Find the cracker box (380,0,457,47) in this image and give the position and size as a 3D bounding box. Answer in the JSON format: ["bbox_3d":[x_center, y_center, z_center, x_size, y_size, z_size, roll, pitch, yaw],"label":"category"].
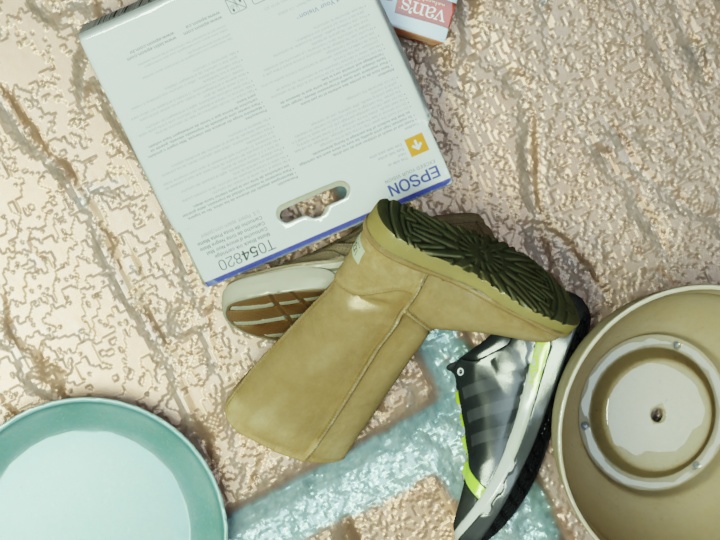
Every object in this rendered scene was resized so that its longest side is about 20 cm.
[{"bbox_3d":[0.021,-0.271,1.396,0.133,0.058,0.202,17,91,-6],"label":"cracker box"}]

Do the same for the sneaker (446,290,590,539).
[{"bbox_3d":[0.096,0.095,1.434,0.082,0.072,0.202,22,90,17],"label":"sneaker"}]

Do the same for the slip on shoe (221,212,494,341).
[{"bbox_3d":[0.000,0.000,1.411,0.198,0.076,0.061,-11,56,1],"label":"slip on shoe"}]

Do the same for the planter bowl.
[{"bbox_3d":[0.220,0.106,1.403,0.198,0.135,0.202,0,94,-7],"label":"planter bowl"}]

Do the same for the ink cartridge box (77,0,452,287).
[{"bbox_3d":[-0.062,-0.115,1.375,0.198,0.041,0.201,-22,110,8],"label":"ink cartridge box"}]

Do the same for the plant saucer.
[{"bbox_3d":[-0.192,0.187,1.408,0.198,0.036,0.202,0,94,-7],"label":"plant saucer"}]

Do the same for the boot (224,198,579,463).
[{"bbox_3d":[0.027,0.058,1.380,0.174,0.066,0.201,26,122,-15],"label":"boot"}]
